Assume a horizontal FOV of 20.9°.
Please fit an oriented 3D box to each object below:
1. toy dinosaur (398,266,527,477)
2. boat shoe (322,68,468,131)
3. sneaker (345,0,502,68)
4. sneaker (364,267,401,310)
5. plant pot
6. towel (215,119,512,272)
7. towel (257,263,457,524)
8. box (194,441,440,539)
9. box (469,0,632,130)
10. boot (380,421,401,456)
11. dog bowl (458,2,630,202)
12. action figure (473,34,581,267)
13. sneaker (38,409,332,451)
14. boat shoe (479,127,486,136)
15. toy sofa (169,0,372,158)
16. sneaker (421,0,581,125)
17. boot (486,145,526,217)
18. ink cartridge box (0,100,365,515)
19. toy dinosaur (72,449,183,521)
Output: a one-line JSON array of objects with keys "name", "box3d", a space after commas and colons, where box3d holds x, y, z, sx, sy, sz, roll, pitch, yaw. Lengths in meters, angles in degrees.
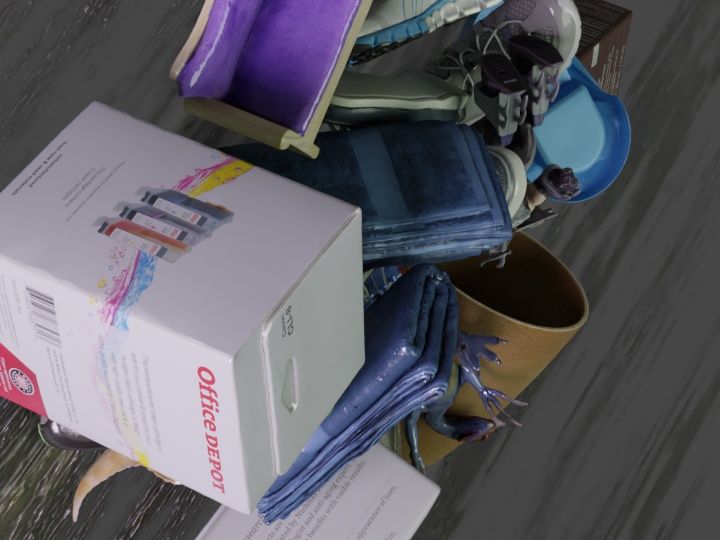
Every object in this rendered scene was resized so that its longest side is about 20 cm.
[{"name": "toy dinosaur", "box3d": [0.074, 0.082, 1.605, 0.182, 0.104, 0.201, 107, -30, -77]}, {"name": "boat shoe", "box3d": [0.015, -0.116, 1.475, 0.200, 0.075, 0.062, -17, 131, -65]}, {"name": "sneaker", "box3d": [0.031, -0.216, 1.485, 0.200, 0.075, 0.087, -30, 100, -40]}, {"name": "sneaker", "box3d": [0.000, 0.000, 1.590, 0.076, 0.077, 0.201, -27, 136, -61]}, {"name": "plant pot", "box3d": [0.072, 0.070, 1.728, 0.186, 0.186, 0.201, -23, 147, -60]}, {"name": "towel", "box3d": [0.000, -0.053, 1.369, 0.199, 0.112, 0.049, -8, 149, -15]}, {"name": "towel", "box3d": [-0.006, 0.087, 1.362, 0.200, 0.048, 0.112, -45, -160, 36]}, {"name": "box", "box3d": [-0.064, 0.234, 1.514, 0.200, 0.130, 0.199, -52, 177, -31]}, {"name": "box", "box3d": [0.180, -0.178, 1.840, 0.200, 0.075, 0.101, -41, 146, -45]}, {"name": "boot", "box3d": [-0.024, 0.093, 1.532, 0.097, 0.074, 0.201, -40, 112, -72]}, {"name": "dog bowl", "box3d": [0.156, -0.155, 1.702, 0.111, 0.050, 0.201, -35, 108, -14]}, {"name": "action figure", "box3d": [0.114, -0.081, 1.541, 0.130, 0.069, 0.201, -24, 135, -31]}, {"name": "sneaker", "box3d": [-0.117, 0.083, 1.268, 0.084, 0.199, 0.077, -65, 146, -77]}, {"name": "boat shoe", "box3d": [0.073, -0.094, 1.684, 0.200, 0.068, 0.072, -56, 159, -85]}, {"name": "toy sofa", "box3d": [-0.042, -0.184, 1.306, 0.201, 0.082, 0.098, -67, 159, -1]}, {"name": "sneaker", "box3d": [0.101, -0.160, 1.577, 0.082, 0.075, 0.200, -30, 172, -44]}, {"name": "boot", "box3d": [0.024, -0.042, 1.462, 0.090, 0.199, 0.073, -3, 75, -51]}, {"name": "ink cartridge box", "box3d": [-0.114, 0.021, 1.181, 0.145, 0.199, 0.146, -50, 153, -36]}, {"name": "toy dinosaur", "box3d": [-0.139, 0.101, 1.339, 0.058, 0.199, 0.102, 15, 55, -67]}]
